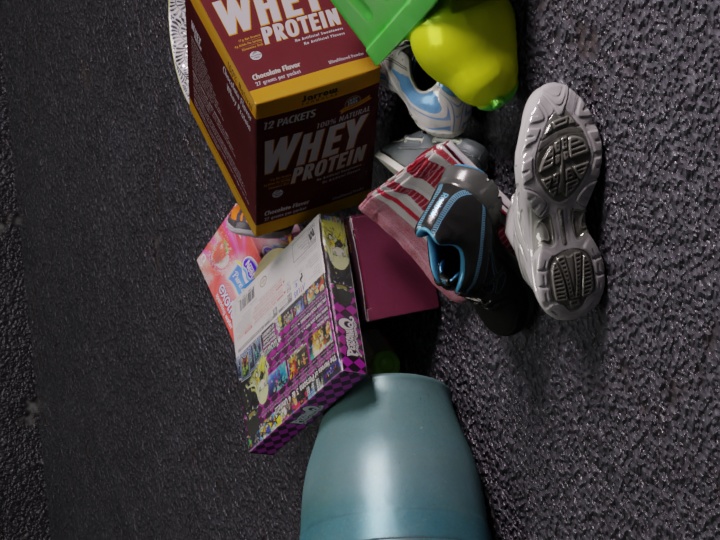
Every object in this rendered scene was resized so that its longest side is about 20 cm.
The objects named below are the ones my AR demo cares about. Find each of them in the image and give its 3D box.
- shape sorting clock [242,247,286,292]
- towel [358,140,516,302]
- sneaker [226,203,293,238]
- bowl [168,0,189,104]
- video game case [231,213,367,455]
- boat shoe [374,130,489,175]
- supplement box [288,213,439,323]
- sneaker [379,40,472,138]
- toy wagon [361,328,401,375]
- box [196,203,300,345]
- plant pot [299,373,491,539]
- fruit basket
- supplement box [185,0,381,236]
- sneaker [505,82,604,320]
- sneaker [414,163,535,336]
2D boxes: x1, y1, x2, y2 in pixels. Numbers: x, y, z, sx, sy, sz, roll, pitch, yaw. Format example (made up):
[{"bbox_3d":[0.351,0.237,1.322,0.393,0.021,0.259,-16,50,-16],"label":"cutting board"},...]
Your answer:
[{"bbox_3d":[-0.079,0.074,1.880,0.200,0.039,0.201,27,122,57],"label":"shape sorting clock"},{"bbox_3d":[0.085,-0.041,1.594,0.144,0.023,0.200,44,156,-6],"label":"towel"},{"bbox_3d":[-0.098,-0.108,1.936,0.200,0.077,0.113,-53,-29,-68],"label":"sneaker"},{"bbox_3d":[-0.163,-0.295,2.094,0.201,0.094,0.202,171,90,-67],"label":"bowl"},{"bbox_3d":[-0.067,0.068,1.753,0.200,0.036,0.182,-44,46,45],"label":"video game case"},{"bbox_3d":[0.073,-0.107,1.673,0.062,0.073,0.200,-53,19,-3],"label":"boat shoe"},{"bbox_3d":[0.000,0.000,1.825,0.200,0.085,0.111,169,92,-68],"label":"supplement box"},{"bbox_3d":[0.052,-0.199,1.650,0.200,0.072,0.073,48,139,49],"label":"sneaker"},{"bbox_3d":[0.016,0.170,1.912,0.155,0.039,0.201,156,103,-67],"label":"toy wagon"},{"bbox_3d":[-0.106,0.027,2.042,0.103,0.094,0.200,-52,45,28],"label":"box"},{"bbox_3d":[0.030,0.212,1.715,0.200,0.199,0.189,126,145,-59],"label":"plant pot"},{"bbox_3d":[0.082,-0.249,1.520,0.215,0.156,0.216,27,155,14],"label":"fruit basket"},{"bbox_3d":[-0.082,-0.184,1.725,0.200,0.132,0.198,94,153,-52],"label":"supplement box"},{"bbox_3d":[0.153,-0.063,1.452,0.099,0.078,0.201,-148,53,-65],"label":"sneaker"},{"bbox_3d":[0.096,-0.002,1.523,0.073,0.082,0.200,15,146,37],"label":"sneaker"}]
